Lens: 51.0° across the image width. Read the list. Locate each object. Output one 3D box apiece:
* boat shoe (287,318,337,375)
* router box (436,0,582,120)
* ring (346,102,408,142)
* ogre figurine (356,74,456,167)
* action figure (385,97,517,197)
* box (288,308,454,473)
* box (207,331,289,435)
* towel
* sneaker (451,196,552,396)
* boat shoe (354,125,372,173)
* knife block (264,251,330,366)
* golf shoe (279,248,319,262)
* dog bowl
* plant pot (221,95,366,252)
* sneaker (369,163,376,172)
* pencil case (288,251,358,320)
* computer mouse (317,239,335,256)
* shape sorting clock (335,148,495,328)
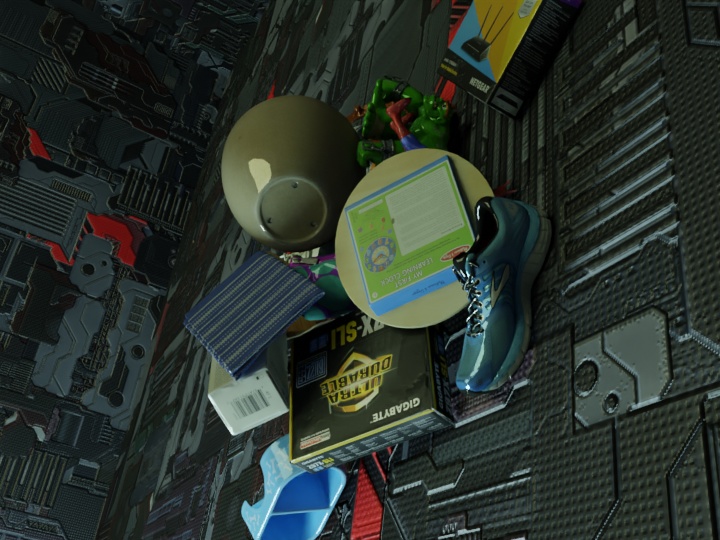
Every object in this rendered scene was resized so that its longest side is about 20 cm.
[{"bbox_3d":[-0.081,0.120,1.051,0.068,0.195,0.058,80,175,-50],"label":"boat shoe"},{"bbox_3d":[0.175,-0.285,0.935,0.151,0.050,0.201,-61,22,16],"label":"router box"},{"bbox_3d":[0.000,-0.230,1.222,0.197,0.019,0.202,-25,30,16],"label":"ring"},{"bbox_3d":[0.064,-0.193,1.008,0.201,0.117,0.100,-78,2,-69],"label":"ogre figurine"},{"bbox_3d":[0.112,-0.116,0.882,0.065,0.097,0.204,49,-162,-72],"label":"action figure"},{"bbox_3d":[0.006,0.123,0.862,0.197,0.049,0.163,-25,47,28],"label":"box"},{"bbox_3d":[-0.137,0.105,0.941,0.081,0.069,0.201,-23,27,6],"label":"box"},{"bbox_3d":[-0.135,0.048,0.923,0.144,0.024,0.199,-43,30,-12],"label":"towel"},{"bbox_3d":[0.118,0.021,0.738,0.078,0.088,0.204,-19,53,62],"label":"sneaker"},{"bbox_3d":[0.017,-0.183,1.228,0.089,0.072,0.202,-15,32,26],"label":"boat shoe"},{"bbox_3d":[-0.120,0.086,1.153,0.176,0.198,0.065,-49,-13,-41],"label":"knife block"},{"bbox_3d":[-0.095,-0.003,1.297,0.200,0.087,0.078,-50,26,38],"label":"golf shoe"},{"bbox_3d":[-0.080,0.284,0.952,0.203,0.109,0.050,-66,34,33],"label":"dog bowl"},{"bbox_3d":[-0.084,-0.104,0.963,0.203,0.197,0.135,-59,18,22],"label":"plant pot"},{"bbox_3d":[0.061,-0.098,1.031,0.077,0.078,0.203,-34,42,35],"label":"sneaker"},{"bbox_3d":[0.000,0.000,0.942,0.196,0.093,0.086,-17,37,24],"label":"pencil case"},{"bbox_3d":[-0.017,-0.058,1.113,0.138,0.052,0.201,-44,12,42],"label":"computer mouse"},{"bbox_3d":[0.061,-0.037,0.837,0.196,0.039,0.205,-10,69,25],"label":"shape sorting clock"}]
